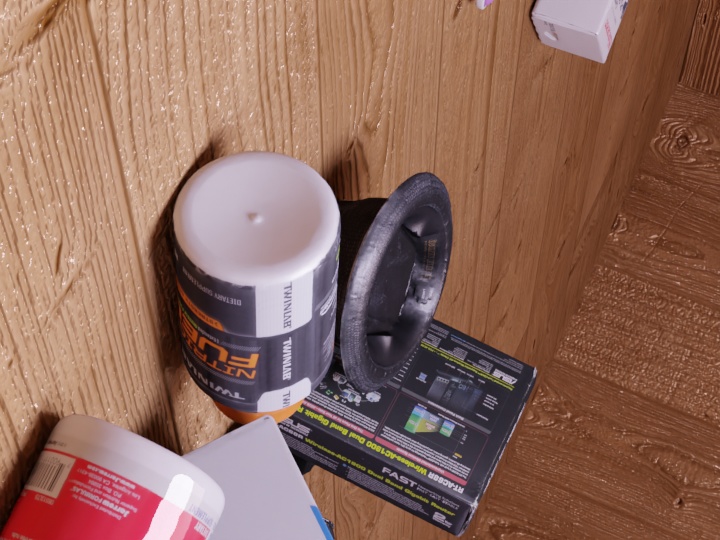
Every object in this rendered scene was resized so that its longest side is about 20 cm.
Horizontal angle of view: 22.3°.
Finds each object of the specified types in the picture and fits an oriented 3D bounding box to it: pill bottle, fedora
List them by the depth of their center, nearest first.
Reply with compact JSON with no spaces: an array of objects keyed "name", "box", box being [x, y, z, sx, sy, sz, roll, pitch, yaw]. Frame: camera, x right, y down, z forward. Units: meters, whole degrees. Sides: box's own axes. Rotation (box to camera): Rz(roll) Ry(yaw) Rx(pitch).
[{"name":"pill bottle","box":[-0.166,0.194,1.048,0.112,0.111,0.201,76,38,-70]},{"name":"pill bottle","box":[-0.067,0.022,1.198,0.201,0.105,0.107,93,22,-54]},{"name":"fedora","box":[0.000,0.000,1.475,0.201,0.091,0.202,-51,152,-41]}]

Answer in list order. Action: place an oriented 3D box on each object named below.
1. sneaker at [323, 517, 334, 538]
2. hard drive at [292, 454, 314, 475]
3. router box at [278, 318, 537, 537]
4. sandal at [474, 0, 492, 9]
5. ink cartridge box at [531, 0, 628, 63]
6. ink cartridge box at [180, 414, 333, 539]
[{"name":"sneaker","box":[-0.057,0.272,1.787,0.200,0.075,0.091,101,5,-61]},{"name":"hard drive","box":[-0.014,0.099,1.731,0.200,0.033,0.141,-37,147,-68]},{"name":"router box","box":[0.032,0.113,1.554,0.150,0.199,0.062,-59,172,-34]},{"name":"sandal","box":[0.163,-0.327,1.735,0.083,0.049,0.204,91,24,-58]},{"name":"ink cartridge box","box":[0.273,-0.353,2.083,0.145,0.084,0.202,30,81,-77]},{"name":"ink cartridge box","box":[-0.074,0.205,1.279,0.084,0.147,0.200,-24,164,-16]}]
